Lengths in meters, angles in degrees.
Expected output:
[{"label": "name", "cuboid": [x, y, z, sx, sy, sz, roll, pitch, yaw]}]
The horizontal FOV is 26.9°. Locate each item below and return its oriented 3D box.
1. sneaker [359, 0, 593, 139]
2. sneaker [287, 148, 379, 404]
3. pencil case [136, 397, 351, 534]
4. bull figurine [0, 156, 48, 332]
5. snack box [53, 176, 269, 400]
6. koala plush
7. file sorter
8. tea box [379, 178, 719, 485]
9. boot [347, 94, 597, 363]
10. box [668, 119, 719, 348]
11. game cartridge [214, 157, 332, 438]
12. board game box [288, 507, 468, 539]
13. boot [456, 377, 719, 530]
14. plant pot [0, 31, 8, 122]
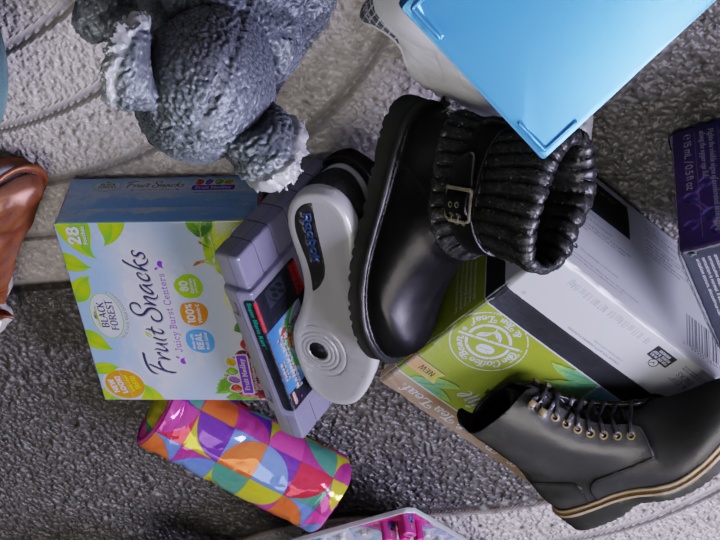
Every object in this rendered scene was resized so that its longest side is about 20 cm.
[{"label": "sneaker", "cuboid": [0.090, -0.146, 1.092, 0.200, 0.077, 0.080, 43, 136, -21]}, {"label": "sneaker", "cuboid": [0.000, 0.000, 1.181, 0.073, 0.112, 0.201, 13, 127, 21]}, {"label": "pencil case", "cuboid": [-0.104, 0.166, 1.375, 0.200, 0.089, 0.088, 31, 128, -16]}, {"label": "bull figurine", "cuboid": [-0.328, -0.017, 1.248, 0.121, 0.065, 0.200, 0, 132, -37]}, {"label": "snack box", "cuboid": [-0.150, 0.018, 1.262, 0.168, 0.068, 0.201, 0, 129, 8]}, {"label": "koala plush", "cuboid": [-0.103, -0.149, 1.022, 0.177, 0.200, 0.184, 35, 127, -20]}, {"label": "file sorter", "cuboid": [0.130, -0.203, 0.950, 0.200, 0.123, 0.139, -43, 115, 9]}, {"label": "tea box", "cuboid": [0.155, 0.046, 1.198, 0.200, 0.134, 0.197, 35, 128, -21]}, {"label": "boot", "cuboid": [0.077, -0.015, 1.072, 0.157, 0.079, 0.212, 20, 112, 35]}, {"label": "box", "cuboid": [0.335, -0.047, 1.083, 0.199, 0.148, 0.104, -17, 126, 20]}, {"label": "game cartridge", "cuboid": [-0.046, 0.026, 1.215, 0.038, 0.130, 0.201, 10, 136, 30]}, {"label": "board game box", "cuboid": [0.010, 0.292, 1.457, 0.199, 0.026, 0.200, -20, 146, 23]}, {"label": "boot", "cuboid": [0.182, 0.111, 1.116, 0.138, 0.078, 0.200, 38, 124, -20]}, {"label": "plant pot", "cuboid": [-0.335, -0.143, 1.090, 0.134, 0.200, 0.200, -7, 140, -32]}]
